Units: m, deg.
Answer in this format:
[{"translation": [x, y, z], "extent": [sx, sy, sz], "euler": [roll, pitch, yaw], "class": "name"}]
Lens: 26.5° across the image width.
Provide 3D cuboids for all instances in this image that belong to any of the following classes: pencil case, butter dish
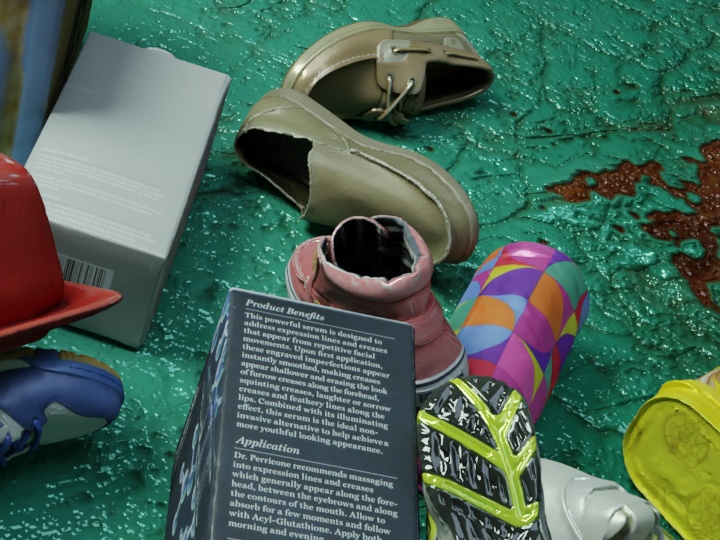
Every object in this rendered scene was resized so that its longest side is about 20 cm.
[{"translation": [0.084, 0.066, 0.975], "extent": [0.088, 0.089, 0.200], "euler": [27, 44, 6], "class": "pencil case"}, {"translation": [-0.259, -0.028, 0.812], "extent": [0.199, 0.149, 0.200], "euler": [6, 15, 35], "class": "butter dish"}]

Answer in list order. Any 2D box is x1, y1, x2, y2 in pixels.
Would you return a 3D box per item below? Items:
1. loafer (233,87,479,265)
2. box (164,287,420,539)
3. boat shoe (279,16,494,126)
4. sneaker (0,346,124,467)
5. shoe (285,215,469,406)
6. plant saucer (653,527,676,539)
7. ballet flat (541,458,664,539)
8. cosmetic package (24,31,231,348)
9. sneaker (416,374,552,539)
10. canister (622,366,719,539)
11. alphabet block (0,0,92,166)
[{"translation": [-0.009, -0.056, 1.071], "extent": [0.199, 0.076, 0.067], "euler": [30, 42, 24], "class": "loafer"}, {"translation": [-0.040, 0.136, 0.795], "extent": [0.106, 0.149, 0.201], "euler": [12, 42, -11], "class": "box"}, {"translation": [0.024, -0.149, 1.179], "extent": [0.199, 0.071, 0.065], "euler": [-21, 56, -39], "class": "boat shoe"}, {"translation": [-0.223, 0.099, 0.825], "extent": [0.199, 0.075, 0.089], "euler": [-7, 56, -17], "class": "sneaker"}, {"translation": [0.000, 0.000, 0.947], "extent": [0.071, 0.091, 0.200], "euler": [-26, 31, -14], "class": "shoe"}, {"translation": [0.154, 0.218, 0.868], "extent": [0.200, 0.048, 0.199], "euler": [40, 45, 19], "class": "plant saucer"}, {"translation": [0.152, 0.166, 0.834], "extent": [0.069, 0.070, 0.200], "euler": [-10, 50, -31], "class": "ballet flat"}, {"translation": [-0.159, -0.059, 0.998], "extent": [0.106, 0.090, 0.200], "euler": [18, 39, -4], "class": "cosmetic package"}, {"translation": [0.068, 0.153, 0.731], "extent": [0.075, 0.077, 0.201], "euler": [-4, 61, 7], "class": "sneaker"}, {"translation": [0.289, 0.113, 1.007], "extent": [0.199, 0.087, 0.149], "euler": [-22, 58, -40], "class": "canister"}, {"translation": [-0.277, -0.200, 1.013], "extent": [0.194, 0.197, 0.201], "euler": [15, 42, -10], "class": "alphabet block"}]
